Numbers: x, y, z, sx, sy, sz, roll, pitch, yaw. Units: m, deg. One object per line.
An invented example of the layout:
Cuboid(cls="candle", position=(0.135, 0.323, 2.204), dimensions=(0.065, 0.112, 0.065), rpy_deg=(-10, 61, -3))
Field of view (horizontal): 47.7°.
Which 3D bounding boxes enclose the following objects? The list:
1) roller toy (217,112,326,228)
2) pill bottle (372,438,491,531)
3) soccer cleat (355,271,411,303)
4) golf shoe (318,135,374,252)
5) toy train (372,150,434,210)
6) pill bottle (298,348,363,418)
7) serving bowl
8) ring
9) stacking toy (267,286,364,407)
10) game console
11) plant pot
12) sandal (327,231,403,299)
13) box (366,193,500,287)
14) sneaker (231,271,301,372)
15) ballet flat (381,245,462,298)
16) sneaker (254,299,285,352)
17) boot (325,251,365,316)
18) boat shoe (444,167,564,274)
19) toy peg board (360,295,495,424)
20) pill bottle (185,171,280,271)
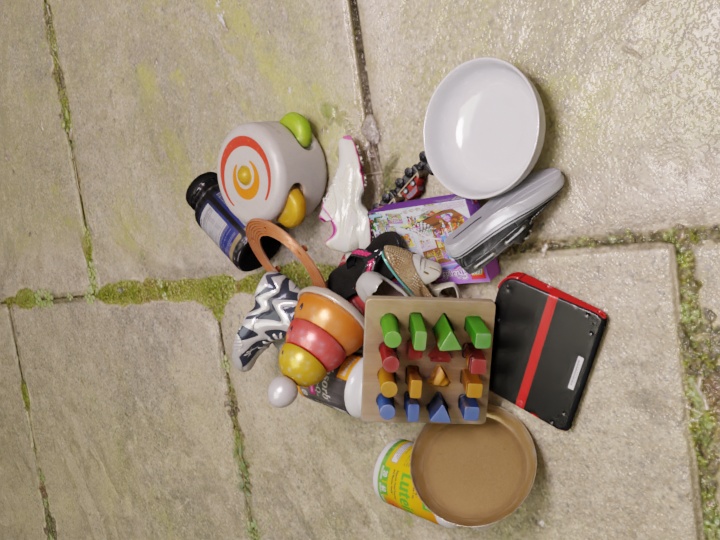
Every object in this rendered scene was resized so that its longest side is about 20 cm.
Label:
Cuboid(cls="roller toy", position=(-0.166, -0.174, 1.476), dimensions=(0.181, 0.139, 0.202), rpy_deg=(-4, 97, 43))
Cuboid(cls="pill bottle", position=(0.128, 0.358, 1.346), dimensions=(0.199, 0.111, 0.112), rpy_deg=(10, 106, 40))
Cuboid(cls="soccer cleat", position=(0.072, 0.074, 1.297), dimensions=(0.070, 0.200, 0.077), rpy_deg=(-54, 24, -7))
Cuboid(cls="golf shoe", position=(-0.030, -0.128, 1.385), dimensions=(0.090, 0.075, 0.202), rpy_deg=(-7, 86, -1))
Cuboid(cls="toy train", position=(0.084, -0.141, 1.333), dimensions=(0.046, 0.034, 0.200), rpy_deg=(51, 129, 8))
Cuboid(cls="pill bottle", position=(-0.018, 0.193, 1.439), dimensions=(0.199, 0.116, 0.118), rpy_deg=(13, 108, 40))
Cuboid(cls="serving bowl", position=(0.189, -0.205, 1.194), dimensions=(0.199, 0.065, 0.203), rpy_deg=(2, 93, 41))
Cuboid(cls="ring", position=(-0.128, -0.016, 1.449), dimensions=(0.200, 0.019, 0.201), rpy_deg=(36, 155, 20))
Cuboid(cls="stacking toy", position=(-0.087, 0.140, 1.347), dimensions=(0.145, 0.201, 0.147), rpy_deg=(27, 153, 15))
Cuboid(cls="game console", position=(0.267, 0.119, 1.231), dimensions=(0.176, 0.031, 0.202), rpy_deg=(26, 116, 31))
Cuboid(cls="plant pot", position=(0.176, 0.303, 1.272), dimensions=(0.199, 0.200, 0.028), rpy_deg=(33, 162, 32))
Cuboid(cls="sandal", position=(0.000, 0.000, 1.345), dimensions=(0.199, 0.045, 0.076), rpy_deg=(-34, 66, 43))
Cuboid(cls="box", position=(0.114, -0.046, 1.299), dimensions=(0.199, 0.039, 0.138), rpy_deg=(-4, 112, 42))
Cuboid(cls="sneaker", position=(-0.146, 0.114, 1.476), dimensions=(0.129, 0.079, 0.201), rpy_deg=(26, 98, 14))
Cuboid(cls="ballet flat", position=(0.112, 0.023, 1.273), dimensions=(0.065, 0.071, 0.200), rpy_deg=(-29, 120, 23))
Cuboid(cls="sneaker", position=(-0.148, 0.115, 1.579), dimensions=(0.100, 0.074, 0.201), rpy_deg=(-48, 59, 46))
Cuboid(cls="boot", position=(0.005, 0.075, 1.427), dimensions=(0.145, 0.072, 0.201), rpy_deg=(-51, 58, 37))
Cuboid(cls="boat shoe", position=(0.217, -0.071, 1.189), dimensions=(0.199, 0.072, 0.071), rpy_deg=(-35, 114, 15))
Cuboid(cls="toy peg board", position=(0.104, 0.150, 1.219), dimensions=(0.197, 0.098, 0.202), rpy_deg=(2, 105, -3))
Cuboid(cls="pill bottle", position=(-0.252, -0.101, 1.589), dimensions=(0.200, 0.111, 0.112), rpy_deg=(45, 125, 26))
